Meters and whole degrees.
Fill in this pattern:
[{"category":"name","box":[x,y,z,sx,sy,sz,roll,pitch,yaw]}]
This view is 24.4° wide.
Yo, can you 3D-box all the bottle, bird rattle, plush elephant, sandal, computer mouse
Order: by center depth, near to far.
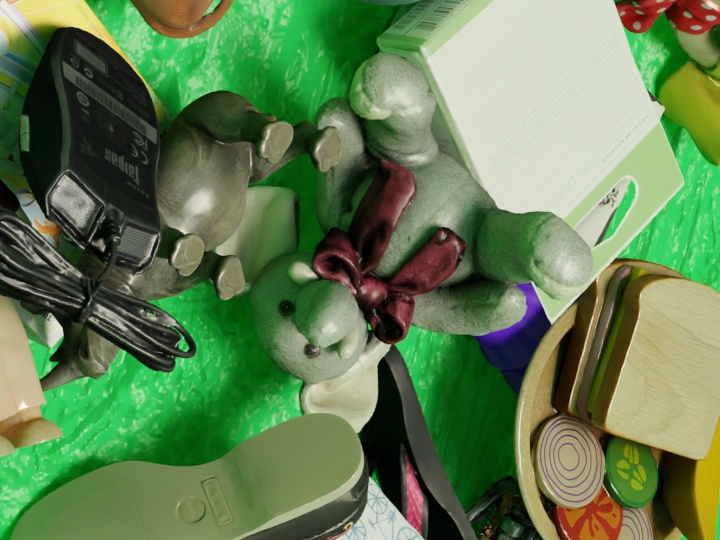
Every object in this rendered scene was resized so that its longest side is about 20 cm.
[{"category":"computer mouse","box":[-0.147,-0.045,0.762,0.046,0.202,0.140,-35,137,23]},{"category":"plush elephant","box":[0.000,0.000,0.925,0.165,0.200,0.155,46,75,-7]},{"category":"sandal","box":[0.022,0.134,1.041,0.045,0.075,0.202,-33,113,-32]},{"category":"bird rattle","box":[0.255,-0.171,1.113,0.200,0.161,0.114,52,49,-46]},{"category":"bottle","box":[0.136,0.053,1.118,0.199,0.065,0.084,32,88,-41]}]

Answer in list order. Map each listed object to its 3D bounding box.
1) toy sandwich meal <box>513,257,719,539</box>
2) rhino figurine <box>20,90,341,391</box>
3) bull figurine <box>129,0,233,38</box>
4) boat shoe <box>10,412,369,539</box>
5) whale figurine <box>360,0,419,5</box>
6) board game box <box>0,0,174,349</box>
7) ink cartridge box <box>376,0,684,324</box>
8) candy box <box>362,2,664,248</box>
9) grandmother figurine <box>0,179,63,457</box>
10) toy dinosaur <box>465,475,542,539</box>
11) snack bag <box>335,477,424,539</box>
[{"category":"toy sandwich meal","box":[0.181,0.097,1.061,0.203,0.070,0.208,-1,91,-36]},{"category":"rhino figurine","box":[-0.101,-0.014,0.840,0.201,0.087,0.060,-52,134,-19]},{"category":"bull figurine","box":[-0.119,-0.209,0.803,0.121,0.065,0.200,-39,117,3]},{"category":"boat shoe","box":[-0.090,0.138,0.912,0.199,0.074,0.063,-16,144,-4]},{"category":"whale figurine","box":[-0.019,-0.228,0.912,0.199,0.104,0.161,29,67,-18]},{"category":"board game box","box":[-0.179,-0.077,0.839,0.135,0.034,0.201,-51,128,-19]},{"category":"ink cartridge box","box":[0.107,-0.093,0.989,0.145,0.048,0.201,-43,124,-25]},{"category":"candy box","box":[0.095,-0.099,1.049,0.199,0.061,0.138,37,76,-39]},{"category":"grandmother figurine","box":[-0.193,-0.013,0.753,0.121,0.060,0.203,-14,90,-69]},{"category":"toy dinosaur","box":[0.140,0.180,1.126,0.199,0.103,0.136,-31,115,15]},{"category":"snack bag","box":[0.015,0.238,0.913,0.189,0.021,0.200,51,41,-4]}]
